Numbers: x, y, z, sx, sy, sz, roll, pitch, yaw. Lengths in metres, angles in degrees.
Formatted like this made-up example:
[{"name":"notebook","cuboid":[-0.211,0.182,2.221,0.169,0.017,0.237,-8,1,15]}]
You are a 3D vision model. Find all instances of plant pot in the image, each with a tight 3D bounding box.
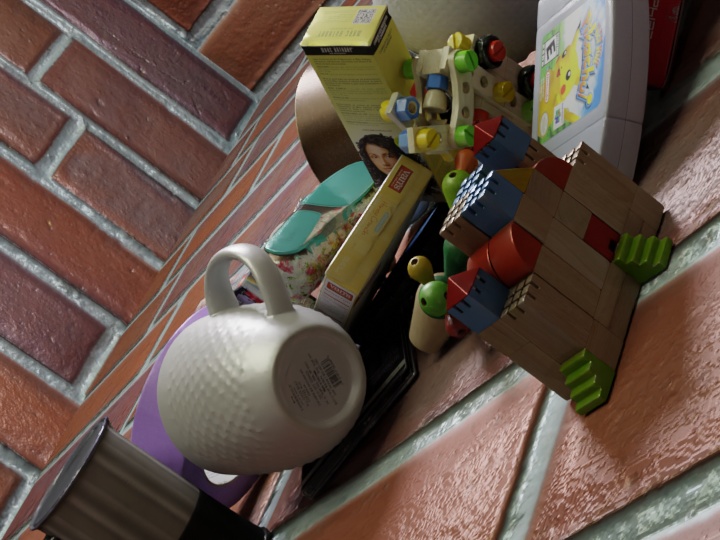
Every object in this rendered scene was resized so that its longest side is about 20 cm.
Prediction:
[{"name":"plant pot","cuboid":[0.066,-0.173,1.579,0.199,0.187,0.188,-22,31,40]}]

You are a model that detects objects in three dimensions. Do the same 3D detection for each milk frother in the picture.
[{"name":"milk frother","cuboid":[-0.181,0.243,1.307,0.200,0.187,0.181,-35,23,57]}]

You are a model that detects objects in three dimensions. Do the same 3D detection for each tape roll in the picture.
[{"name":"tape roll","cuboid":[-0.140,0.136,1.480,0.200,0.065,0.202,-47,-33,-43]}]

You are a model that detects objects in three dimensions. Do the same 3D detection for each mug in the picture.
[{"name":"mug","cuboid":[-0.084,0.075,1.305,0.147,0.202,0.175,-17,1,-31]}]

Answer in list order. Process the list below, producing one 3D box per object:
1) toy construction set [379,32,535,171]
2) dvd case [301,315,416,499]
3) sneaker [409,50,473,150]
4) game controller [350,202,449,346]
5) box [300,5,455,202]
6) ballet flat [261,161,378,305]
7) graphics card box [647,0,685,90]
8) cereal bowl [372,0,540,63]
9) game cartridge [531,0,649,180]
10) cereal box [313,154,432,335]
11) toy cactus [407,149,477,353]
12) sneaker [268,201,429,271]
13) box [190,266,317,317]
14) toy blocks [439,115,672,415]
[{"name":"toy construction set","cuboid":[0.100,-0.128,1.306,0.091,0.200,0.133,4,73,30]},{"name":"dvd case","cuboid":[-0.004,0.111,1.391,0.149,0.016,0.200,-51,11,13]},{"name":"sneaker","cuboid":[0.057,-0.169,1.453,0.081,0.199,0.074,-60,-29,7]},{"name":"game controller","cuboid":[0.048,-0.010,1.414,0.104,0.042,0.200,-42,9,41]},{"name":"box","cuboid":[0.022,-0.143,1.334,0.075,0.201,0.050,4,53,32]},{"name":"ballet flat","cuboid":[-0.035,-0.034,1.421,0.075,0.065,0.200,8,33,30]},{"name":"graphics card box","cuboid":[0.211,-0.214,1.255,0.200,0.050,0.127,-143,64,-79]},{"name":"cereal bowl","cuboid":[0.110,-0.239,1.423,0.200,0.198,0.084,-97,3,-73]},{"name":"game cartridge","cuboid":[0.176,-0.152,1.163,0.133,0.040,0.202,150,127,-63]},{"name":"cereal box","cuboid":[0.000,0.000,1.383,0.145,0.039,0.200,-58,-5,-28]},{"name":"toy cactus","cuboid":[0.087,-0.001,1.224,0.201,0.101,0.166,-74,3,-51]},{"name":"sneaker","cuboid":[0.013,-0.039,1.548,0.199,0.115,0.074,-22,60,34]},{"name":"box","cuboid":[-0.093,0.063,1.581,0.040,0.136,0.200,-60,13,-24]},{"name":"toy blocks","cuboid":[0.116,-0.019,0.981,0.100,0.136,0.201,-40,19,48]}]
